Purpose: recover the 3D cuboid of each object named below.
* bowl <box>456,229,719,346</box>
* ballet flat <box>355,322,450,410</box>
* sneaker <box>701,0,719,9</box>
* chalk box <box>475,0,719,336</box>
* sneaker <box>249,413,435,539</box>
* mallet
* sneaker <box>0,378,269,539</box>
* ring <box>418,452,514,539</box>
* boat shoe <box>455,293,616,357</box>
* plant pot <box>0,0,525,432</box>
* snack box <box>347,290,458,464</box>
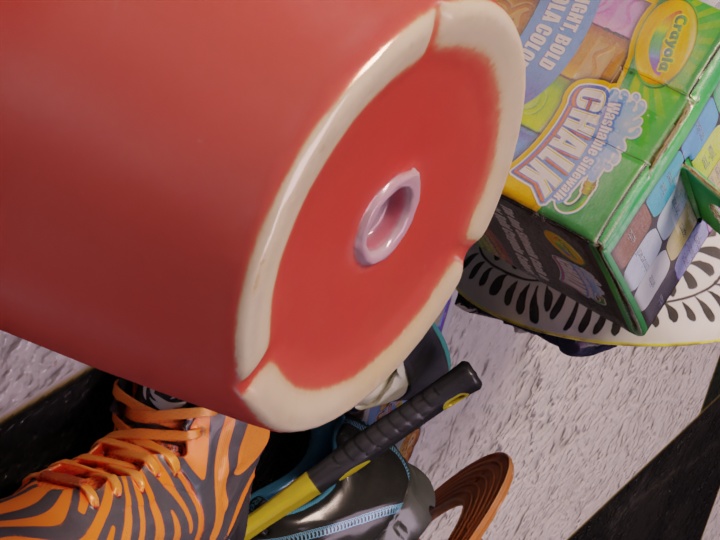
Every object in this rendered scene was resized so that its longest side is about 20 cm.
[{"bbox_3d":[0.143,-0.044,0.983,0.201,0.200,0.094,-31,128,-48],"label":"bowl"},{"bbox_3d":[-0.008,0.021,0.888,0.073,0.073,0.200,-51,147,-21],"label":"ballet flat"},{"bbox_3d":[0.179,-0.193,0.953,0.200,0.115,0.075,-48,-164,-18],"label":"sneaker"},{"bbox_3d":[0.107,-0.062,0.862,0.124,0.200,0.124,-57,155,-9],"label":"chalk box"},{"bbox_3d":[-0.053,0.160,0.976,0.200,0.073,0.082,-49,124,-14],"label":"sneaker"},{"bbox_3d":[-0.031,0.102,0.887,0.200,0.041,0.066,-38,155,7],"label":"mallet"},{"bbox_3d":[-0.106,0.080,0.776,0.200,0.077,0.112,11,95,-65],"label":"sneaker"},{"bbox_3d":[0.014,0.174,0.984,0.200,0.019,0.200,-46,-176,5],"label":"ring"},{"bbox_3d":[0.135,0.008,1.119,0.200,0.093,0.075,-17,131,-56],"label":"boat shoe"},{"bbox_3d":[-0.059,-0.052,0.583,0.200,0.177,0.201,-45,151,-33],"label":"plant pot"},{"bbox_3d":[0.009,0.087,1.044,0.072,0.024,0.200,-29,141,-47],"label":"snack box"}]
